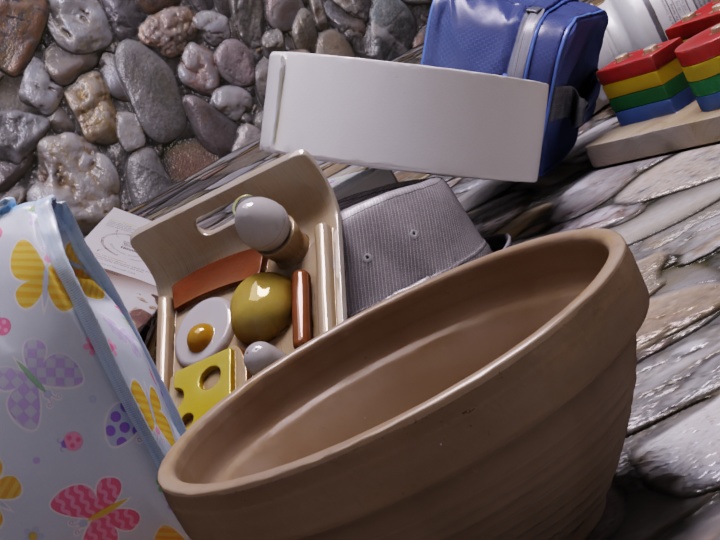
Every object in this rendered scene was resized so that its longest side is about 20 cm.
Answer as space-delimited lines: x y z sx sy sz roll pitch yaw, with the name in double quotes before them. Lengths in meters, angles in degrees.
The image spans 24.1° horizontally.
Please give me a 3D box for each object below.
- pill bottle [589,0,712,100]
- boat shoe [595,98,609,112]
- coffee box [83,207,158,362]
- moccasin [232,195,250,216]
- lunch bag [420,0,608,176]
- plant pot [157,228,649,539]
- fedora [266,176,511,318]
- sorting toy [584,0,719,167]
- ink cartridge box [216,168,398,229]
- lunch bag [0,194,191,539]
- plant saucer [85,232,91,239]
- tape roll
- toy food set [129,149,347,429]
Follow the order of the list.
"pill bottle" 0.284 -0.230 1.481 0.199 0.111 0.111 -26 10 8
"boat shoe" 0.191 -0.172 1.558 0.199 0.069 0.072 -32 10 -25
"coffee box" -0.181 0.047 1.186 0.200 0.079 0.114 -66 -5 -67
"moccasin" -0.078 -0.041 1.576 0.073 0.078 0.201 -24 10 20
"lunch bag" 0.127 -0.156 1.348 0.131 0.137 0.200 15 18 13
"plant pot" 0.029 0.070 0.646 0.200 0.093 0.201 -26 9 4
"fedora" 0.000 0.000 1.103 0.199 0.091 0.177 -28 9 -3
"sorting toy" 0.284 -0.163 1.252 0.199 0.070 0.198 -32 10 -26
"ink cartridge box" -0.060 -0.005 1.319 0.145 0.083 0.200 -33 11 -25
"lunch bag" -0.189 0.077 0.888 0.169 0.201 0.127 -28 10 0
"plant saucer" -0.242 0.050 1.370 0.070 0.019 0.200 16 -61 -45
"tape roll" 0.030 -0.107 1.183 0.200 0.071 0.202 7 6 -1
"toy food set" -0.083 0.033 1.012 0.143 0.060 0.201 -24 46 23
